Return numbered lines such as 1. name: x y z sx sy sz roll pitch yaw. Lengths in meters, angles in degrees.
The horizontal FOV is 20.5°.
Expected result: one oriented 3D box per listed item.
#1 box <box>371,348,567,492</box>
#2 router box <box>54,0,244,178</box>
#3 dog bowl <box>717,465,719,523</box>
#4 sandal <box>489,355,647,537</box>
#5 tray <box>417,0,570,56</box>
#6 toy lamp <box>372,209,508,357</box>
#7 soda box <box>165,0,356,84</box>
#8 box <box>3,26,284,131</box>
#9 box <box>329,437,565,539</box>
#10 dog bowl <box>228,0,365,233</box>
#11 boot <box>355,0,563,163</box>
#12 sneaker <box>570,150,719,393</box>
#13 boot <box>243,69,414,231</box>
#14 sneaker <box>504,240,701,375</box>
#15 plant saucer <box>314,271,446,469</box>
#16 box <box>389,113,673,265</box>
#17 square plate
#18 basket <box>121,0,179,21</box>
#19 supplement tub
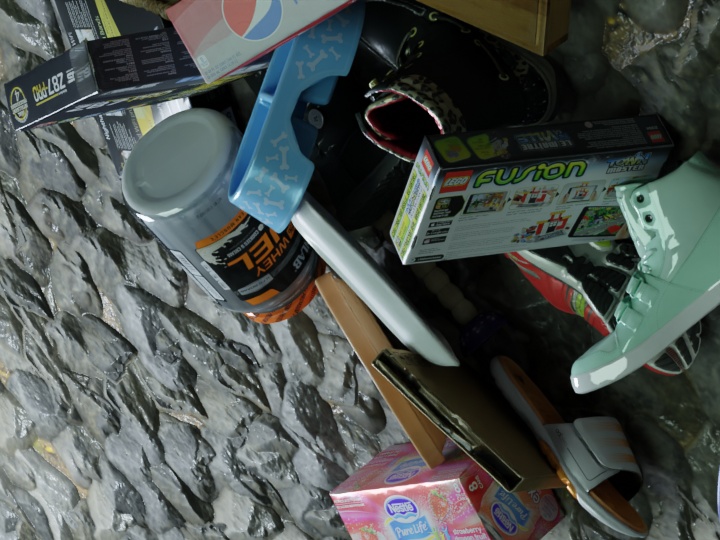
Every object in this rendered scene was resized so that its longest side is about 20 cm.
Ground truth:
1. box: 0.106 0.129 1.701 0.163 0.200 0.021 42 100 19
2. router box: -0.198 -0.184 1.888 0.157 0.052 0.201 7 122 45
3. dog bowl: 0.342 0.132 1.419 0.078 0.200 0.201 20 131 40
4. sandal: 0.186 0.137 1.700 0.059 0.079 0.207 -45 63 16
5. tray: 0.070 -0.245 1.508 0.199 0.037 0.099 27 135 30
6. toy lamp: 0.046 -0.014 1.750 0.200 0.058 0.058 51 143 5
7. soda box: -0.045 -0.220 1.501 0.199 0.063 0.070 -28 97 24
8. box: -0.176 -0.169 1.667 0.161 0.199 0.049 -16 89 54
9. box: 0.078 0.219 1.859 0.199 0.094 0.103 -14 106 51
10. dog bowl: -0.054 -0.132 1.603 0.049 0.201 0.111 19 -176 -12
11. boot: 0.040 -0.158 1.559 0.203 0.153 0.074 31 127 28
12. sneaker: 0.214 -0.002 1.512 0.200 0.074 0.118 -42 85 16
13. boot: -0.010 -0.161 1.697 0.165 0.065 0.201 -42 69 29
14. sneaker: 0.195 0.014 1.614 0.200 0.077 0.085 43 162 17
15. plant saucer: 0.023 0.086 1.795 0.201 0.032 0.200 58 180 0
16. box: 0.130 -0.062 1.510 0.110 0.198 0.035 110 146 -46
17. square plate: 0.000 0.000 1.711 0.198 0.028 0.200 46 -178 -10
18. basket: -0.147 -0.307 1.631 0.199 0.149 0.143 28 143 44
19. supplement tub: -0.118 -0.044 1.805 0.122 0.123 0.200 16 157 40
